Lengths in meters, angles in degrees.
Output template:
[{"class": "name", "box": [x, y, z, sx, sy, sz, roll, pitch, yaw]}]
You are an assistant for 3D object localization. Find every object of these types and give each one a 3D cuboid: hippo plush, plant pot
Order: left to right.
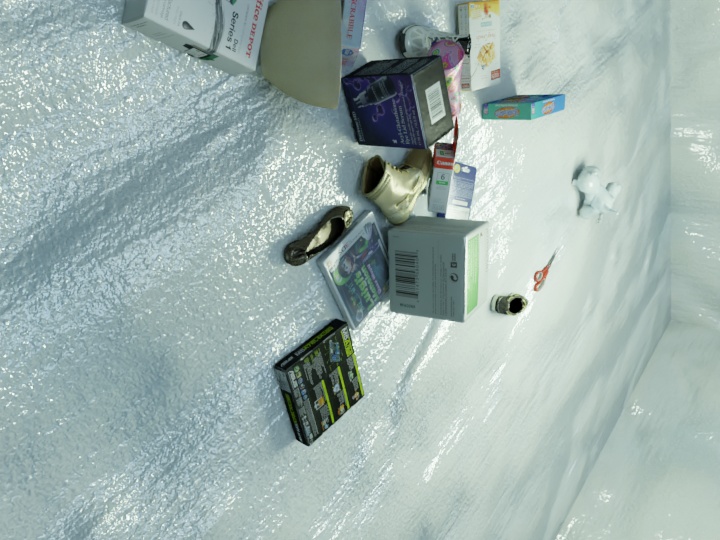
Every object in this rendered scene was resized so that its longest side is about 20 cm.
[{"class": "plant pot", "box": [-0.106, -0.384, 0.995, 0.130, 0.201, 0.207, -1, 104, -7]}, {"class": "hippo plush", "box": [0.827, -0.280, 2.091, 0.161, 0.158, 0.201, 44, 48, -11]}]

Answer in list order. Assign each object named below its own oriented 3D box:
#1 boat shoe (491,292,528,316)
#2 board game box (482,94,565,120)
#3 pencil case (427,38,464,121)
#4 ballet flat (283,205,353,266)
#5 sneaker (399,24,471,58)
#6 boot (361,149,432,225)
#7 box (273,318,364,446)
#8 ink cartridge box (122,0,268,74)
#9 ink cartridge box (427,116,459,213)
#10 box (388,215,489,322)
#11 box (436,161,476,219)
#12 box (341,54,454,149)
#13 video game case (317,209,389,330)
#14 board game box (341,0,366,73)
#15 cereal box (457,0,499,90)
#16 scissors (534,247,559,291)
[{"class": "boat shoe", "box": [0.491, 0.112, 1.848, 0.198, 0.060, 0.074, 1, 99, -48]}, {"class": "board game box", "box": [0.450, -0.450, 1.593, 0.197, 0.150, 0.046, -24, 118, -40]}, {"class": "pencil case", "box": [0.190, -0.423, 1.312, 0.089, 0.086, 0.201, -61, 162, -17]}, {"class": "ballet flat", "box": [-0.075, -0.070, 1.188, 0.199, 0.046, 0.069, -38, 126, -35]}, {"class": "sneaker", "box": [0.182, -0.518, 1.307, 0.198, 0.114, 0.078, -18, 113, -43]}, {"class": "boot", "box": [0.082, -0.224, 1.304, 0.155, 0.072, 0.204, 35, 79, -49]}, {"class": "box", "box": [-0.083, 0.241, 1.261, 0.192, 0.047, 0.205, -37, 124, -39]}, {"class": "ink cartridge box", "box": [-0.243, -0.410, 0.887, 0.197, 0.083, 0.151, 10, 92, -47]}, {"class": "ink cartridge box", "box": [0.193, -0.252, 1.366, 0.110, 0.049, 0.205, -79, 174, -61]}, {"class": "box", "box": [0.185, -0.009, 1.359, 0.170, 0.195, 0.205, -28, 120, -56]}, {"class": "box", "box": [0.252, -0.179, 1.532, 0.119, 0.032, 0.206, 2, 100, -48]}, {"class": "box", "box": [0.074, -0.338, 1.171, 0.104, 0.197, 0.151, -39, 125, -33]}, {"class": "video game case", "box": [0.000, 0.000, 1.307, 0.182, 0.023, 0.203, -47, 130, -29]}, {"class": "board game box", "box": [-0.015, -0.484, 1.053, 0.040, 0.200, 0.206, 7, 97, -8]}, {"class": "cereal box", "box": [0.304, -0.571, 1.473, 0.142, 0.039, 0.206, -27, 119, -41]}, {"class": "scissors", "box": [0.660, -0.003, 2.043, 0.199, 0.014, 0.075, -41, 125, -35]}]
